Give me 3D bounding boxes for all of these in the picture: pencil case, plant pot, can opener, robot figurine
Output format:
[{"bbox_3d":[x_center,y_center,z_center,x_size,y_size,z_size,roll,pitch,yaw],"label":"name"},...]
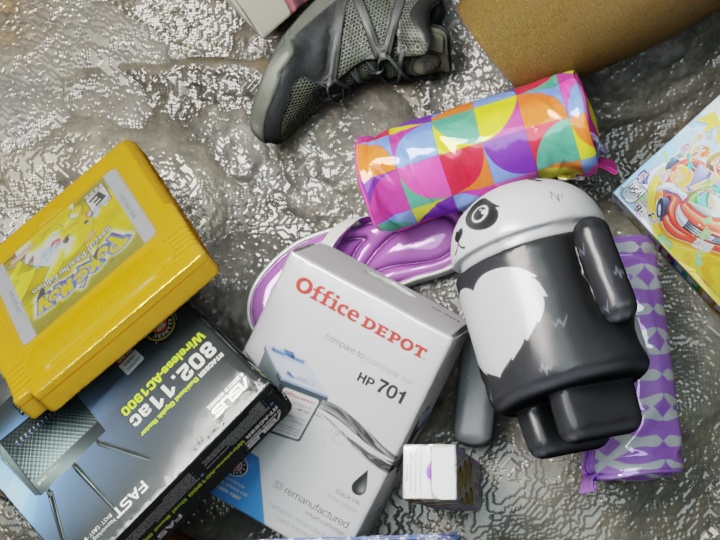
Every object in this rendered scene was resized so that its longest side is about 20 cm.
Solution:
[{"bbox_3d":[0.094,-0.089,1.328,0.198,0.088,0.089,-14,79,9],"label":"pencil case"},{"bbox_3d":[0.181,-0.235,1.347,0.200,0.186,0.187,-40,78,13],"label":"plant pot"},{"bbox_3d":[0.116,0.041,1.353,0.066,0.053,0.202,5,82,8],"label":"can opener"},{"bbox_3d":[0.198,0.068,1.323,0.085,0.084,0.202,-1,76,-29],"label":"pencil case"},{"bbox_3d":[0.136,0.032,1.246,0.149,0.125,0.201,-20,75,19],"label":"robot figurine"}]

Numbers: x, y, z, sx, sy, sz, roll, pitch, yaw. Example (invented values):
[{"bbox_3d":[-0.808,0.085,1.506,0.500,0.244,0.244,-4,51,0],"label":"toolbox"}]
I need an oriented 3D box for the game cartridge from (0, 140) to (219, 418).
[{"bbox_3d":[-0.207,0.003,1.281,0.176,0.032,0.200,-40,35,0],"label":"game cartridge"}]

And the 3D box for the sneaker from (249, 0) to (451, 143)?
[{"bbox_3d":[-0.001,-0.170,1.390,0.114,0.076,0.200,37,80,17],"label":"sneaker"}]

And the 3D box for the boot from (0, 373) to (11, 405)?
[{"bbox_3d":[-0.282,0.032,1.386,0.164,0.066,0.201,16,75,30],"label":"boot"}]

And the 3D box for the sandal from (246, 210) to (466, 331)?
[{"bbox_3d":[-0.003,-0.007,1.375,0.202,0.050,0.083,-26,78,1],"label":"sandal"}]

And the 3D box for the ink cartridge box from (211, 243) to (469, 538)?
[{"bbox_3d":[-0.025,0.101,1.318,0.146,0.086,0.201,27,101,10],"label":"ink cartridge box"}]

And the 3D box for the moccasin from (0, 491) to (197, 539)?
[{"bbox_3d":[-0.197,0.183,1.356,0.200,0.074,0.078,27,92,19],"label":"moccasin"}]

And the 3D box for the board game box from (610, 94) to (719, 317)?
[{"bbox_3d":[0.315,-0.031,1.354,0.134,0.034,0.200,-42,79,-3],"label":"board game box"}]

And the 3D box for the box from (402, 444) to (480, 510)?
[{"bbox_3d":[0.062,0.155,1.263,0.038,0.200,0.042,0,79,9],"label":"box"}]

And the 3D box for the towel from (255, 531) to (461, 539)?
[{"bbox_3d":[-0.015,0.258,1.296,0.198,0.146,0.024,-4,38,5],"label":"towel"}]

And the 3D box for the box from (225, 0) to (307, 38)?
[{"bbox_3d":[-0.056,-0.310,1.382,0.200,0.109,0.128,-41,46,-1],"label":"box"}]

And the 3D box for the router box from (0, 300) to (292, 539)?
[{"bbox_3d":[-0.172,0.116,1.258,0.200,0.062,0.150,-46,63,-6],"label":"router box"}]
